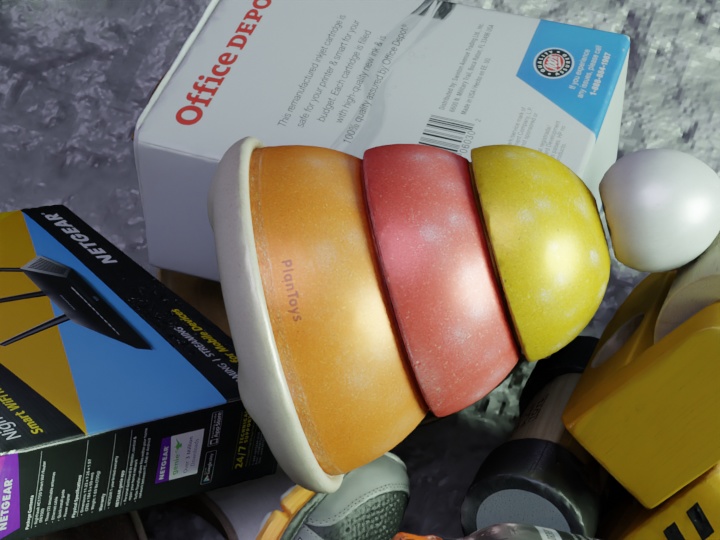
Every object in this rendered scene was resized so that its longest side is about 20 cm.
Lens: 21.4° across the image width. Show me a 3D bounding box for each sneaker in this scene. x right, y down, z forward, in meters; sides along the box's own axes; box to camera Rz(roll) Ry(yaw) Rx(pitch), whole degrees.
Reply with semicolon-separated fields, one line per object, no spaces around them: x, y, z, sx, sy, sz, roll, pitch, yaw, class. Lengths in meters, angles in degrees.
-0.024;0.168;0.793;0.077;0.078;0.201;20;70;24;sneaker

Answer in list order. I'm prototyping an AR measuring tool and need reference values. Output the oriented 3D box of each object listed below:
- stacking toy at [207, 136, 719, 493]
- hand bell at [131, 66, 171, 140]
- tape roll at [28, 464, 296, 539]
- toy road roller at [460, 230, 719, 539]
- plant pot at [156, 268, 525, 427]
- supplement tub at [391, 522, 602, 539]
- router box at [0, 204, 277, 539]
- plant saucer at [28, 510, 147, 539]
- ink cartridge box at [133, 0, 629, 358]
0.049;-0.001;0.759;0.198;0.146;0.147;-13;63;7;stacking toy
-0.049;-0.139;1.004;0.104;0.104;0.200;38;85;21;hand bell
-0.103;0.150;0.877;0.201;0.037;0.204;-2;63;4;tape roll
0.152;0.078;0.812;0.146;0.200;0.123;42;36;-4;toy road roller
0.000;0.000;0.935;0.198;0.028;0.201;-2;55;2;plant pot
0.100;0.168;0.732;0.198;0.123;0.123;13;64;-6;supplement tub
-0.148;0.039;0.853;0.148;0.051;0.200;-11;32;-39;router box
-0.185;0.158;0.839;0.198;0.037;0.202;-2;63;5;plant saucer
0.013;-0.057;0.894;0.198;0.086;0.147;12;46;14;ink cartridge box
